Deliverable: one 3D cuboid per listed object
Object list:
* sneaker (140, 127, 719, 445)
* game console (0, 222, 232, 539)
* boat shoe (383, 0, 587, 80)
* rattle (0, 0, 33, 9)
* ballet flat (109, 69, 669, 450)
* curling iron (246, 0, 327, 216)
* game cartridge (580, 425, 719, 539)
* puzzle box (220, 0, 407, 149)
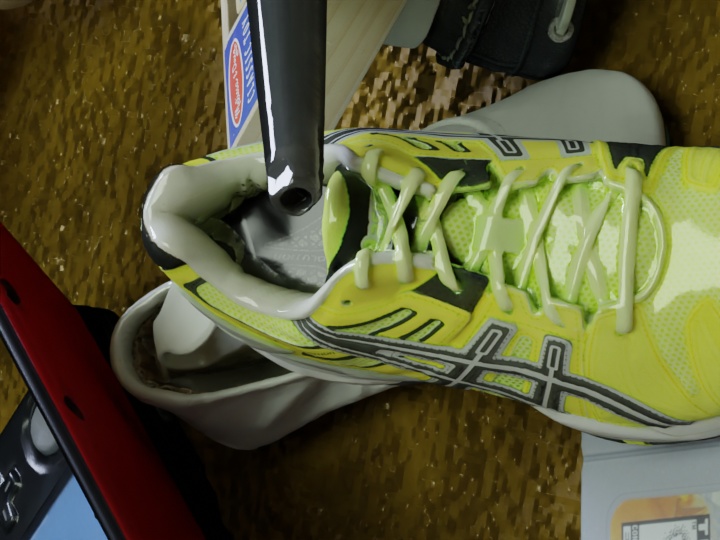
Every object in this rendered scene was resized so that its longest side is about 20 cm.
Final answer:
[{"bbox_3d":[0.033,0.001,0.706,0.199,0.076,0.076,-3,79,34],"label":"sneaker"},{"bbox_3d":[-0.095,0.093,0.864,0.173,0.118,0.200,-55,46,25],"label":"game console"},{"bbox_3d":[0.053,-0.153,0.796,0.076,0.060,0.201,-134,59,-73],"label":"boat shoe"},{"bbox_3d":[-0.138,-0.155,1.033,0.129,0.143,0.201,-8,56,15],"label":"rattle"},{"bbox_3d":[0.000,0.000,0.816,0.200,0.069,0.070,-30,61,41],"label":"ballet flat"},{"bbox_3d":[-0.022,-0.084,0.747,0.201,0.025,0.050,-101,22,-48],"label":"curling iron"},{"bbox_3d":[0.110,0.100,0.695,0.133,0.041,0.201,-14,72,51],"label":"game cartridge"},{"bbox_3d":[-0.007,-0.141,0.821,0.201,0.025,0.133,-96,27,-44],"label":"puzzle box"}]
